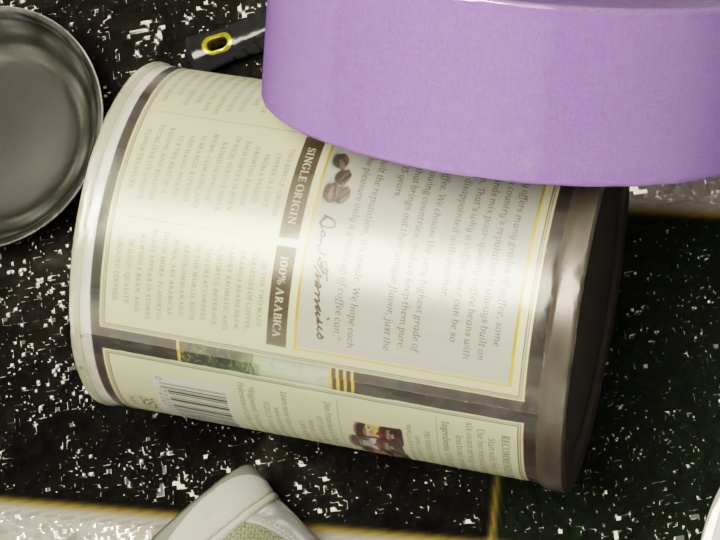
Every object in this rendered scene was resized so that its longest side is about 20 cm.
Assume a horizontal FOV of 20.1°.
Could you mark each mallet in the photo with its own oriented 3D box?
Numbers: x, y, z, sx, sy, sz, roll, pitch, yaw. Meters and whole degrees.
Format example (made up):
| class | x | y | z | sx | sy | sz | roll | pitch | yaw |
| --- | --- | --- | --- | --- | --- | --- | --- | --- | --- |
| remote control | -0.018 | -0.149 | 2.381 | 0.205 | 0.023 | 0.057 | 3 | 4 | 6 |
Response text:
| class | x | y | z | sx | sy | sz | roll | pitch | yaw |
| --- | --- | --- | --- | --- | --- | --- | --- | --- | --- |
| mallet | 0.018 | -0.120 | 0.913 | 0.199 | 0.041 | 0.066 | -26 | 77 | 9 |

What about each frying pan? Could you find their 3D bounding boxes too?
| class | x | y | z | sx | sy | sz | roll | pitch | yaw |
| --- | --- | --- | --- | --- | --- | --- | --- | --- | --- |
| frying pan | -0.204 | -0.075 | 0.945 | 0.189 | 0.031 | 0.116 | 17 | 82 | 17 |

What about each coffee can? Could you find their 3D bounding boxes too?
| class | x | y | z | sx | sy | sz | roll | pitch | yaw |
| --- | --- | --- | --- | --- | --- | --- | --- | --- | --- |
| coffee can | 0.000 | 0.000 | 0.831 | 0.199 | 0.146 | 0.147 | 10 | 81 | 12 |

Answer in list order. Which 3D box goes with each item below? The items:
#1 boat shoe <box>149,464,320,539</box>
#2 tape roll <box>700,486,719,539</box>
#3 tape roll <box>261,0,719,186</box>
| class | x | y | z | sx | sy | sz | roll | pitch | yaw |
| --- | --- | --- | --- | --- | --- | --- | --- | --- | --- |
| boat shoe | -0.092 | 0.164 | 0.828 | 0.065 | 0.075 | 0.202 | 42 | 57 | 8 |
| tape roll | 0.233 | 0.134 | 0.818 | 0.201 | 0.037 | 0.204 | -2 | 79 | 10 |
| tape roll | 0.062 | -0.091 | 0.787 | 0.199 | 0.200 | 0.066 | 9 | 108 | 12 |
